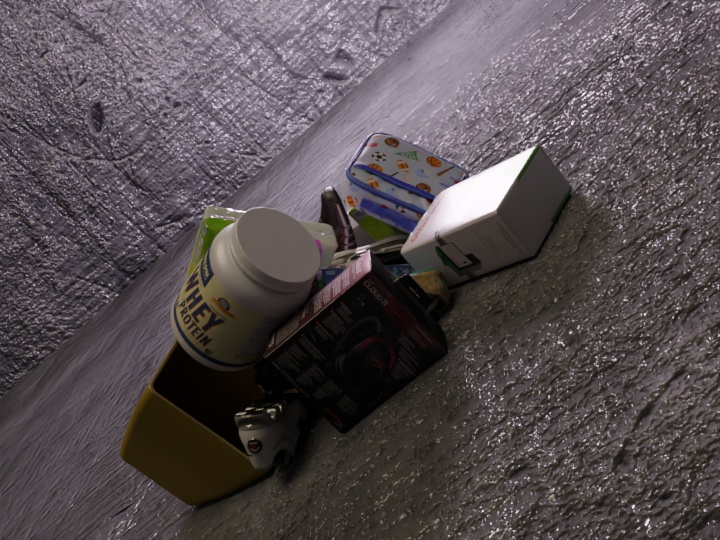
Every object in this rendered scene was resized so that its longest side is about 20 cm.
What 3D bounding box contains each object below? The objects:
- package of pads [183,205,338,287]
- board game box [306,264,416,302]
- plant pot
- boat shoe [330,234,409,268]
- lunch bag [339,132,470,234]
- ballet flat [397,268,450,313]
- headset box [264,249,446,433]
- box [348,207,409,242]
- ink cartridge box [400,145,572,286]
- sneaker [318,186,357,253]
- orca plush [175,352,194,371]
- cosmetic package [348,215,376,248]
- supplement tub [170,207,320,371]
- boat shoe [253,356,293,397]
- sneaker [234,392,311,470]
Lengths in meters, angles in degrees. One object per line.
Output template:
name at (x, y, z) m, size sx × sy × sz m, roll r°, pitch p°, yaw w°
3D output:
package of pads at (-0.150, -0.005, 1.479) m, size 0.068 × 0.199 × 0.155 m, roll -106°, pitch 32°, yaw -50°
board game box at (-0.006, 0.025, 1.436) m, size 0.199 × 0.035 × 0.135 m, roll -3°, pitch -12°, yaw -38°
plant pot at (-0.231, 0.217, 1.458) m, size 0.176 × 0.200 × 0.200 m, roll -48°, pitch 11°, yaw 31°
boat shoe at (0.000, 0.000, 1.568) m, size 0.199 × 0.071 × 0.064 m, roll -25°, pitch 18°, yaw -3°
lunch bag at (0.075, -0.127, 1.581) m, size 0.161 × 0.199 × 0.076 m, roll -59°, pitch -9°, yaw -48°
ballet flat at (0.026, 0.050, 1.340) m, size 0.199 × 0.071 × 0.071 m, roll -14°, pitch 12°, yaw -12°
headset box at (0.001, 0.085, 1.274) m, size 0.200 × 0.149 × 0.075 m, roll -40°, pitch 17°, yaw 14°
box at (0.066, -0.120, 1.692) m, size 0.048 × 0.122 × 0.200 m, roll -34°, pitch 18°, yaw 41°
ink cartridge box at (0.169, -0.067, 1.374) m, size 0.200 × 0.084 × 0.146 m, roll -24°, pitch 25°, yaw 51°
sneaker at (-0.065, -0.031, 1.618) m, size 0.115 × 0.201 × 0.076 m, roll -17°, pitch 32°, yaw -5°
orca plush at (-0.196, 0.159, 1.593) m, size 0.071 × 0.200 × 0.106 m, roll 22°, pitch 77°, yaw 34°
cosmetic package at (-0.018, -0.037, 1.758) m, size 0.200 × 0.090 × 0.107 m, roll -38°, pitch 15°, yaw 29°
supplement tub at (-0.153, 0.026, 1.344) m, size 0.200 × 0.145 × 0.145 m, roll -50°, pitch 8°, yaw 39°
boat shoe at (-0.115, 0.129, 1.437) m, size 0.092 × 0.075 × 0.200 m, roll -22°, pitch 7°, yaw -15°
sneaker at (-0.113, 0.217, 1.364) m, size 0.074 × 0.089 × 0.200 m, roll -10°, pitch 3°, yaw 19°
